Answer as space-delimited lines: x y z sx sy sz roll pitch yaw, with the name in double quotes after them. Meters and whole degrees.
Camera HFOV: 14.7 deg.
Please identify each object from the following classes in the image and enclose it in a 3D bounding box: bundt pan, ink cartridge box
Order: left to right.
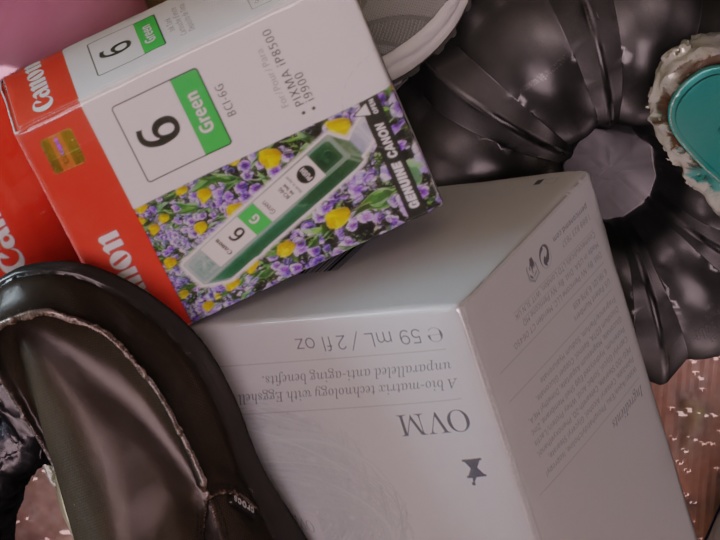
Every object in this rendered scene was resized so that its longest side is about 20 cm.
-0.081 -0.034 1.053 0.200 0.050 0.109 -25 123 -1 "ink cartridge box"
0.106 -0.040 1.169 0.201 0.076 0.202 -2 105 -6 "bundt pan"

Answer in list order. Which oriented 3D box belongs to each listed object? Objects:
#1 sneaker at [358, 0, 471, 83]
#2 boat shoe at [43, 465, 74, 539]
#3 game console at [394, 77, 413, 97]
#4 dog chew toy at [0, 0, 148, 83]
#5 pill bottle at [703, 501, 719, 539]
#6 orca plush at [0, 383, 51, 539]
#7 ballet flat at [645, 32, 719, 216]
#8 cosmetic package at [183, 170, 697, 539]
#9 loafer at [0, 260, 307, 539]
-0.024 -0.105 1.121 0.200 0.074 0.079 -44 140 -23 "sneaker"
-0.111 0.067 1.228 0.072 0.062 0.200 -18 107 7 "boat shoe"
0.000 0.000 1.226 0.177 0.031 0.200 -21 107 2 "game console"
-0.188 -0.099 1.149 0.200 0.125 0.125 20 108 2 "dog chew toy"
0.225 0.073 1.198 0.111 0.111 0.200 18 108 -5 "pill bottle"
-0.176 0.139 1.210 0.105 0.071 0.200 33 128 -28 "orca plush"
0.187 -0.020 1.109 0.072 0.072 0.200 -37 104 12 "ballet flat"
0.011 0.083 1.126 0.199 0.123 0.200 -6 114 34 "cosmetic package"
-0.076 0.085 1.044 0.073 0.071 0.200 -24 108 36 "loafer"
